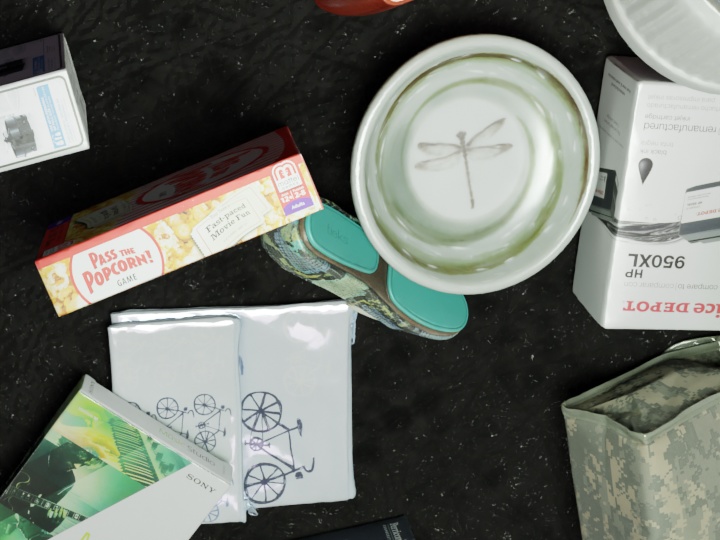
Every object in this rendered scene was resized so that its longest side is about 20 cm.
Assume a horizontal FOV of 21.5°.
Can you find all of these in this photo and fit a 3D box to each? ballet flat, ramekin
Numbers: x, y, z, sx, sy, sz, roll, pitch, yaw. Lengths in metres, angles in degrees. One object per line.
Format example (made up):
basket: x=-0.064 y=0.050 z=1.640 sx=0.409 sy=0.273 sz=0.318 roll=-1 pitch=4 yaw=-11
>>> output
ballet flat: x=0.000 y=0.000 z=1.465 sx=0.074 sy=0.074 sz=0.200 roll=-48 pitch=129 yaw=9
ramekin: x=0.281 y=-0.233 z=1.366 sx=0.200 sy=0.105 sz=0.200 roll=1 pitch=85 yaw=-12

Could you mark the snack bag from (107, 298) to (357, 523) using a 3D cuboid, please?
snack bag: x=-0.098 y=0.116 z=1.518 sx=0.200 sy=0.021 sz=0.189 roll=-3 pitch=110 yaw=-9

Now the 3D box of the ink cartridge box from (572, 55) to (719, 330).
ink cartridge box: x=0.256 y=-0.057 z=1.478 sx=0.144 sy=0.084 sz=0.200 roll=2 pitch=110 yaw=-11

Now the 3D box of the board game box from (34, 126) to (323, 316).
board game box: x=-0.132 y=-0.038 z=1.382 sx=0.200 sy=0.152 sz=0.046 roll=-22 pitch=103 yaw=-2

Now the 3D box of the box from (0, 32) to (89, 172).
box: x=-0.298 y=-0.104 z=1.350 sx=0.200 sy=0.117 sz=0.060 roll=-16 pitch=112 yaw=-3

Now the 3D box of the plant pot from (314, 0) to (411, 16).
plant pot: x=0.045 y=-0.283 z=1.309 sx=0.200 sy=0.176 sz=0.200 roll=-21 pitch=113 yaw=-2

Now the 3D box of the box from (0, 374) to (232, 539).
box: x=-0.215 y=0.198 z=1.506 sx=0.144 sy=0.036 sz=0.200 roll=33 pitch=106 yaw=-14

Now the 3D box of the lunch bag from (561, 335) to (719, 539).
lunch bag: x=0.274 y=0.154 z=1.540 sx=0.200 sy=0.118 sz=0.164 roll=-22 pitch=113 yaw=-30

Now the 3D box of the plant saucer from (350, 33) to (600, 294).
plant saucer: x=0.083 y=-0.083 z=1.449 sx=0.200 sy=0.050 sz=0.200 roll=-4 pitch=105 yaw=-16

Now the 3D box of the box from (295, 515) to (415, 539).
box: x=-0.026 y=0.299 z=1.503 sx=0.182 sy=0.200 sz=0.104 roll=-11 pitch=111 yaw=-6
